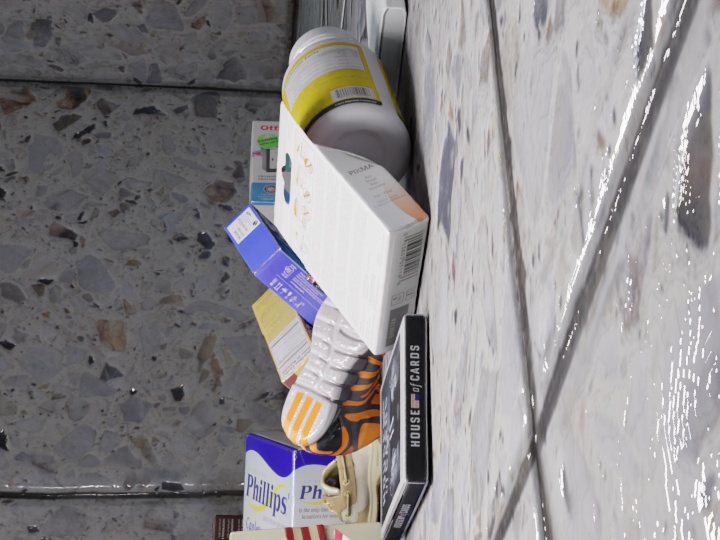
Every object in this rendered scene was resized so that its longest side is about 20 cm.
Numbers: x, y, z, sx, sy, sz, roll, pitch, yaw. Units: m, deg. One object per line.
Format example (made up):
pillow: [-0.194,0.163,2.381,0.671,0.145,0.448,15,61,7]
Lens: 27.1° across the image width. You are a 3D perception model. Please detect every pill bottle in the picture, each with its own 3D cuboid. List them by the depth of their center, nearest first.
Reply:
pill bottle: [-0.020,-0.164,1.507,0.201,0.110,0.113,-106,17,-53]

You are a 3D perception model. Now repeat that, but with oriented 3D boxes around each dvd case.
dvd case: [0.038,0.147,1.355,0.201,0.024,0.152,104,167,-65]

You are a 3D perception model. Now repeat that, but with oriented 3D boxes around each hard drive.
hard drive: [0.026,-0.289,1.630,0.202,0.026,0.133,-93,7,-46]

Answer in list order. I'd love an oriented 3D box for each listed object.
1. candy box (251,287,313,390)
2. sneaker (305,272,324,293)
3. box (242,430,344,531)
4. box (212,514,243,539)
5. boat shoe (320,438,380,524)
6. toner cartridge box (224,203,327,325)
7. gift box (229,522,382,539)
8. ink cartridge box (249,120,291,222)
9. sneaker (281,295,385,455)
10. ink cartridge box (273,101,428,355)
candy box: [-0.052,0.099,1.714,0.117,0.056,0.200,44,-172,-27]
sneaker: [0.000,0.000,1.633,0.075,0.080,0.200,-52,-3,4]
box: [-0.069,0.304,1.814,0.183,0.103,0.203,-179,91,-67]
box: [-0.253,0.687,3.511,0.167,0.197,0.166,98,172,-49]
boat shoe: [-0.011,0.232,1.648,0.074,0.065,0.202,-95,8,-52]
toner cartridge box: [-0.065,0.014,1.687,0.200,0.043,0.095,43,-172,-43]
gift box: [-0.054,0.331,1.408,0.187,0.182,0.203,-116,18,-81]
ink cartridge box: [-0.113,-0.129,2.487,0.147,0.144,0.202,96,173,-45]
sneaker: [0.000,0.092,1.498,0.112,0.077,0.202,30,-91,-53]
ink cartridge box: [-0.013,-0.044,1.402,0.201,0.050,0.164,53,151,36]
